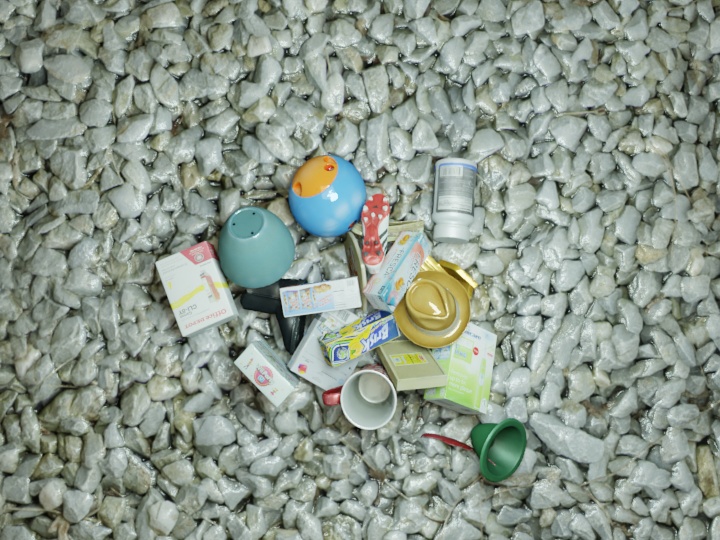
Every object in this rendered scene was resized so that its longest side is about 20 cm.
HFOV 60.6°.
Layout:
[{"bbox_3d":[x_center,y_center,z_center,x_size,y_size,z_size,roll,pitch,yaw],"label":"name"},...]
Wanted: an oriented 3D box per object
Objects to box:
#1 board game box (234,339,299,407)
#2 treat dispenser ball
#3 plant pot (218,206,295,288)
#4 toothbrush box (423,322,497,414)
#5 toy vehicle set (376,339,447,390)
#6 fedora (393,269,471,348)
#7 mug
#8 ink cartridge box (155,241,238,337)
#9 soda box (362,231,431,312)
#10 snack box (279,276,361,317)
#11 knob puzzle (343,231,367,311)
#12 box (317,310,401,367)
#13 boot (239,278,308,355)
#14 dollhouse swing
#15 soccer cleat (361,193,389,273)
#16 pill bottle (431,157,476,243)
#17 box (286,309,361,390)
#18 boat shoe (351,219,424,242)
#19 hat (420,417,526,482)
[{"bbox_3d":[-0.222,0.246,1.501,0.064,0.200,0.148,-44,88,-5],"label":"board game box"},{"bbox_3d":[-0.082,-0.186,1.544,0.195,0.201,0.207,0,85,-2],"label":"treat dispenser ball"},{"bbox_3d":[-0.268,-0.079,1.524,0.195,0.136,0.204,-2,60,3],"label":"plant pot"},{"bbox_3d":[0.250,0.238,1.529,0.144,0.085,0.204,25,66,-28],"label":"toothbrush box"},{"bbox_3d":[0.120,0.221,1.480,0.121,0.200,0.027,-2,110,-12],"label":"toy vehicle set"},{"bbox_3d":[0.166,0.082,1.467,0.195,0.082,0.206,-5,70,14],"label":"fedora"},{"bbox_3d":[0.010,0.285,1.502,0.174,0.200,0.136,23,93,6],"label":"mug"},{"bbox_3d":[-0.413,0.049,1.569,0.142,0.083,0.204,-22,86,-4],"label":"ink cartridge box"},{"bbox_3d":[0.089,0.000,1.478,0.202,0.067,0.064,-56,130,-24],"label":"soda box"},{"bbox_3d":[-0.097,0.064,1.504,0.195,0.024,0.074,-8,98,9],"label":"snack box"},{"bbox_3d":[0.000,0.000,1.533,0.030,0.220,0.225,-10,85,-9],"label":"knob puzzle"},{"bbox_3d":[-0.001,0.164,1.531,0.196,0.070,0.066,-23,108,-18],"label":"box"},{"bbox_3d":[-0.224,0.105,1.579,0.164,0.076,0.206,8,101,12],"label":"boot"},{"bbox_3d":[0.151,0.039,1.558,0.200,0.181,0.176,-47,108,-5],"label":"dollhouse swing"},{"bbox_3d":[0.035,-0.089,1.468,0.067,0.086,0.204,1,61,5],"label":"soccer cleat"},{"bbox_3d":[0.242,-0.179,1.600,0.111,0.114,0.206,5,85,-2],"label":"pill bottle"},{"bbox_3d":[-0.071,0.195,1.566,0.154,0.041,0.203,32,83,-21],"label":"box"},{"bbox_3d":[0.069,-0.107,1.552,0.196,0.073,0.064,4,105,-26],"label":"boat shoe"},{"bbox_3d":[0.306,0.428,1.599,0.199,0.175,0.168,36,80,-37],"label":"hat"}]
